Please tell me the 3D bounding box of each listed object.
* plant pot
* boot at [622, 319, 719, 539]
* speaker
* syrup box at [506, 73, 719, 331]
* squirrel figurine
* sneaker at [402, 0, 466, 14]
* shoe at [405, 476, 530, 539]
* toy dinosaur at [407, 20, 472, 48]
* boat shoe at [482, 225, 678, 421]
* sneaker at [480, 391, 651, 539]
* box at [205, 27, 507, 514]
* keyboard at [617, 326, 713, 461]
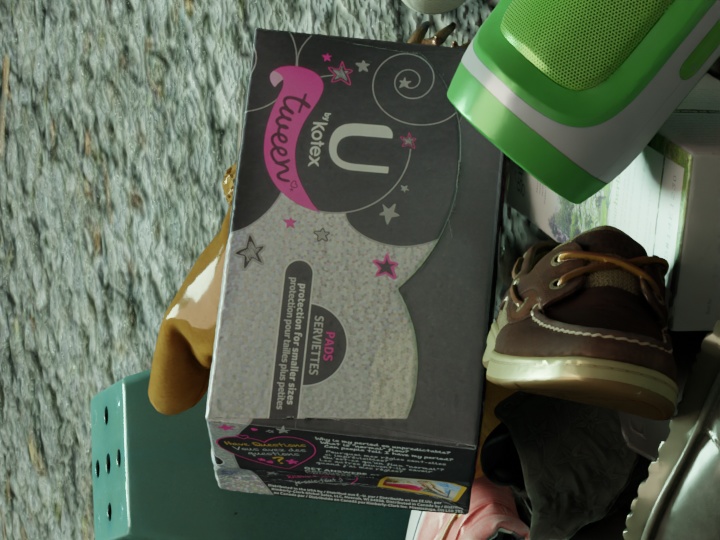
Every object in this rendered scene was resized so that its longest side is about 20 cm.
[{"bbox_3d":[-0.053,0.113,1.598,0.141,0.199,0.142,152,117,-68],"label":"plant pot"},{"bbox_3d":[0.189,0.129,1.038,0.200,0.072,0.183,46,143,37],"label":"boot"},{"bbox_3d":[0.125,-0.127,1.110,0.200,0.088,0.089,-51,29,9],"label":"speaker"},{"bbox_3d":[0.137,-0.040,1.209,0.200,0.081,0.079,-135,47,-66],"label":"syrup box"},{"bbox_3d":[0.009,0.023,1.433,0.186,0.141,0.201,33,133,23],"label":"squirrel figurine"},{"bbox_3d":[0.065,-0.182,1.457,0.200,0.075,0.082,126,131,-61],"label":"sneaker"},{"bbox_3d":[0.051,0.209,1.483,0.091,0.071,0.201,-121,40,-67],"label":"shoe"},{"bbox_3d":[0.028,-0.092,1.544,0.200,0.085,0.136,-122,36,-67],"label":"toy dinosaur"},{"bbox_3d":[0.091,0.016,1.111,0.200,0.072,0.073,-135,57,-86],"label":"boat shoe"},{"bbox_3d":[0.097,0.065,1.279,0.200,0.104,0.060,-120,10,-53],"label":"sneaker"},{"bbox_3d":[0.000,0.000,1.297,0.115,0.131,0.201,90,-174,-68],"label":"box"},{"bbox_3d":[0.178,0.075,1.141,0.200,0.039,0.105,30,131,55],"label":"keyboard"}]
